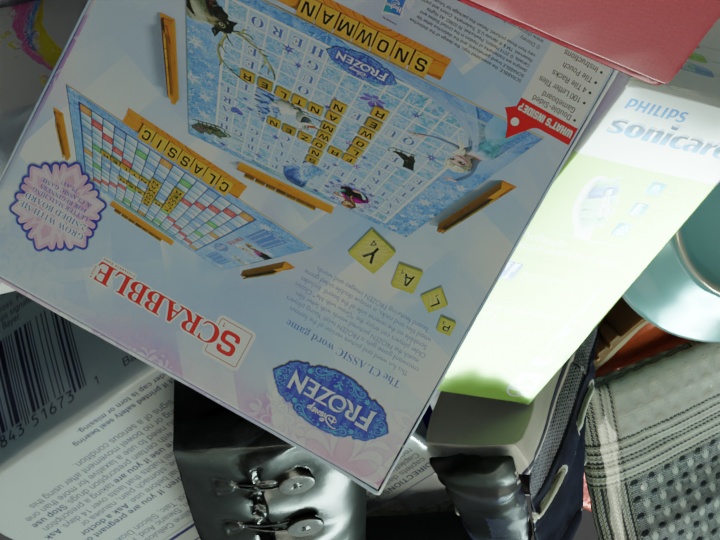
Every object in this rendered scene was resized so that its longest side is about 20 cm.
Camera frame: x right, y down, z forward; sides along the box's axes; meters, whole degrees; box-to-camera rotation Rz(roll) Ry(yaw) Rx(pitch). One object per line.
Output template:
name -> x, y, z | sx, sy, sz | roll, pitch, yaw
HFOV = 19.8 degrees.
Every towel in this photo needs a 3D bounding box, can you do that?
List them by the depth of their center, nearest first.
towel -> 0.220, 0.118, 1.146 | 0.199, 0.035, 0.194 | -21, 109, -20

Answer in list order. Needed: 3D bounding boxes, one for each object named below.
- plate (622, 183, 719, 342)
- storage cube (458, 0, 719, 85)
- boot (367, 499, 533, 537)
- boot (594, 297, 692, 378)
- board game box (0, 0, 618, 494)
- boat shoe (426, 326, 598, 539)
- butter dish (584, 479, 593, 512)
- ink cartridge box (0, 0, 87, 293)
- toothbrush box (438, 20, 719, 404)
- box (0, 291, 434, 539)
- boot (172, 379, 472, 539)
plate -> 0.211, -0.050, 1.050 | 0.199, 0.026, 0.201 | -11, 118, -22
storage cube -> 0.062, -0.201, 0.731 | 0.179, 0.171, 0.200 | 17, 120, -37
boot -> 0.012, 0.228, 1.331 | 0.181, 0.073, 0.200 | -4, 146, -28
boot -> 0.152, 0.028, 1.147 | 0.200, 0.075, 0.107 | -33, 145, 14
board game box -> -0.030, -0.045, 0.834 | 0.199, 0.041, 0.200 | 30, 101, 0
boat shoe -> 0.088, 0.064, 1.061 | 0.074, 0.200, 0.093 | 0, 129, 27
butter dish -> 0.246, 0.139, 1.258 | 0.199, 0.148, 0.200 | 20, 127, -40
ink cartridge box -> -0.118, -0.061, 0.922 | 0.199, 0.068, 0.117 | -14, 141, -7
toothbrush box -> 0.075, -0.059, 0.947 | 0.086, 0.146, 0.200 | 11, 134, -32
box -> -0.087, 0.069, 1.064 | 0.184, 0.105, 0.200 | -33, 140, 15
boot -> -0.003, 0.111, 1.023 | 0.164, 0.066, 0.201 | -17, 137, -8
